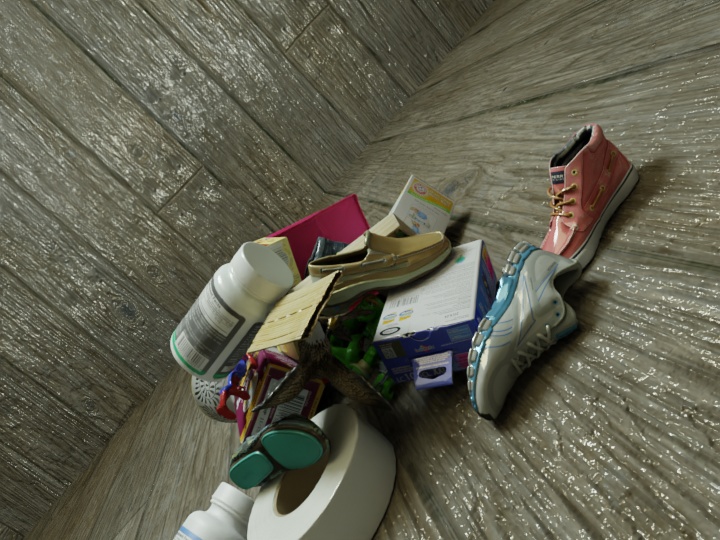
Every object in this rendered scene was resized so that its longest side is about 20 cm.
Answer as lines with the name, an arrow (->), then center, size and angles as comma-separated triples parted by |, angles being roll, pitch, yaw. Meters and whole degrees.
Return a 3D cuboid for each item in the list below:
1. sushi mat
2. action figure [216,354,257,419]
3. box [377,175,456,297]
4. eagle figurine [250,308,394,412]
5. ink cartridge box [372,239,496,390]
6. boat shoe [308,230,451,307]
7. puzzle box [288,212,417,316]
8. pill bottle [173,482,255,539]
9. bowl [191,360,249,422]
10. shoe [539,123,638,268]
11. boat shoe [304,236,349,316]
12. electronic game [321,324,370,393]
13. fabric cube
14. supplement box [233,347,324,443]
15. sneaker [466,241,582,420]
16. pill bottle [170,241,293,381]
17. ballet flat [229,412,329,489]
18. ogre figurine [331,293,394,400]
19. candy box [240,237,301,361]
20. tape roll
sushi mat -> -0.087, 0.057, 0.676 | 0.199, 0.012, 0.097 | -24, 34, 59
action figure -> -0.207, 0.173, 0.917 | 0.066, 0.051, 0.201 | -58, 20, 14
box -> 0.085, -0.058, 0.975 | 0.202, 0.100, 0.113 | -62, 3, -41
eagle figurine -> -0.053, 0.121, 0.682 | 0.151, 0.151, 0.201 | -36, 31, 13
ink cartridge box -> 0.099, 0.060, 0.688 | 0.134, 0.077, 0.201 | -17, 27, 27
boat shoe -> 0.024, -0.018, 0.719 | 0.196, 0.077, 0.072 | -22, 22, 1
puzzle box -> 0.000, 0.000, 0.820 | 0.198, 0.026, 0.133 | -37, -24, 14
pill bottle -> -0.210, 0.398, 0.714 | 0.112, 0.112, 0.202 | -24, 27, 55
bowl -> -0.227, 0.224, 1.072 | 0.202, 0.201, 0.094 | -51, 31, -14
shoe -> 0.249, -0.078, 0.644 | 0.201, 0.091, 0.071 | -52, 16, -13
boat shoe -> -0.063, 0.044, 0.937 | 0.071, 0.089, 0.205 | -132, 59, -74
electronic game -> -0.031, 0.139, 0.980 | 0.200, 0.042, 0.201 | -44, 16, 16
fabric cube -> -0.078, -0.013, 1.086 | 0.197, 0.200, 0.199 | -28, 7, -20
supplement box -> -0.147, 0.217, 0.936 | 0.134, 0.101, 0.200 | -70, 17, -3
sneaker -> 0.176, 0.062, 0.559 | 0.085, 0.075, 0.203 | 12, 69, 37
pill bottle -> -0.195, 0.063, 0.823 | 0.201, 0.112, 0.114 | -49, 14, 19
ballet flat -> -0.099, 0.215, 0.676 | 0.199, 0.074, 0.075 | -34, 20, 37
ogre figurine -> 0.016, 0.104, 0.832 | 0.121, 0.098, 0.200 | -53, 13, -5
candy box -> -0.135, 0.046, 0.925 | 0.054, 0.204, 0.115 | -23, 13, -25
tape roll -> -0.048, 0.269, 0.659 | 0.202, 0.071, 0.203 | -44, 15, 15
